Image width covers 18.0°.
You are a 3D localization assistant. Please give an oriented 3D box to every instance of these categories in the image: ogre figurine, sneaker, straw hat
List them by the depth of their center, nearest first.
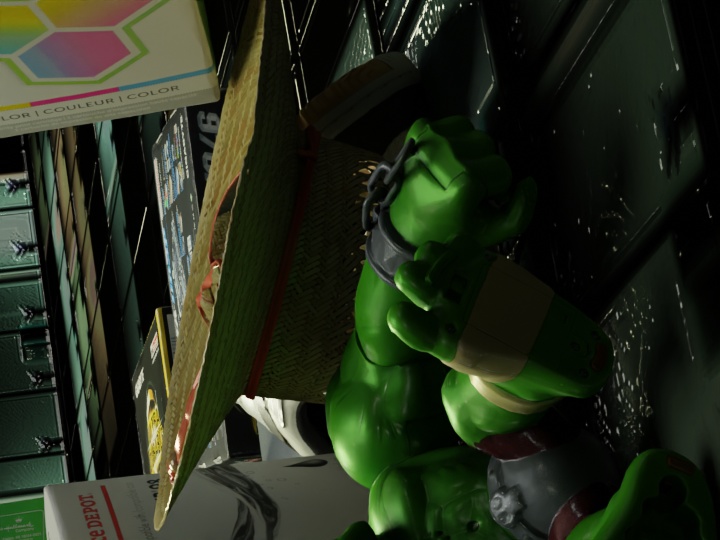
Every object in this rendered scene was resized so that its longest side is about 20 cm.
[{"bbox_3d":[0.042,0.071,0.648,0.200,0.098,0.120,49,145,11],"label":"ogre figurine"},{"bbox_3d":[-0.012,0.001,0.769,0.201,0.085,0.202,-169,90,-84],"label":"straw hat"},{"bbox_3d":[0.000,0.000,0.897,0.088,0.076,0.200,47,144,19],"label":"sneaker"}]

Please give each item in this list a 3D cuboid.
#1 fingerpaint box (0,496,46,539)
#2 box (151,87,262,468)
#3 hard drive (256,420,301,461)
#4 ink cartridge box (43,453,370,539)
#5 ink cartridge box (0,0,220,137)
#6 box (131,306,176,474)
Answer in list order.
[{"bbox_3d":[-0.135,0.186,1.194,0.167,0.199,0.074,76,-174,-52],"label":"fingerpaint box"},{"bbox_3d":[-0.076,0.010,1.276,0.159,0.046,0.201,143,120,-76],"label":"box"},{"bbox_3d":[-0.027,0.062,1.104,0.140,0.033,0.201,131,132,-75],"label":"hard drive"},{"bbox_3d":[-0.053,0.124,0.856,0.116,0.199,0.067,-132,38,-70],"label":"ink cartridge box"},{"bbox_3d":[-0.111,-0.113,0.758,0.200,0.103,0.060,83,177,-70],"label":"ink cartridge box"},{"bbox_3d":[-0.112,0.123,1.504,0.200,0.049,0.160,124,136,-72],"label":"box"}]
